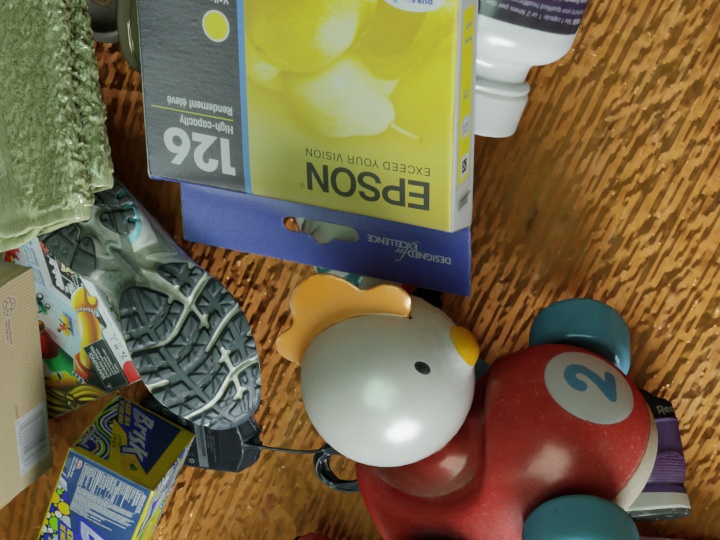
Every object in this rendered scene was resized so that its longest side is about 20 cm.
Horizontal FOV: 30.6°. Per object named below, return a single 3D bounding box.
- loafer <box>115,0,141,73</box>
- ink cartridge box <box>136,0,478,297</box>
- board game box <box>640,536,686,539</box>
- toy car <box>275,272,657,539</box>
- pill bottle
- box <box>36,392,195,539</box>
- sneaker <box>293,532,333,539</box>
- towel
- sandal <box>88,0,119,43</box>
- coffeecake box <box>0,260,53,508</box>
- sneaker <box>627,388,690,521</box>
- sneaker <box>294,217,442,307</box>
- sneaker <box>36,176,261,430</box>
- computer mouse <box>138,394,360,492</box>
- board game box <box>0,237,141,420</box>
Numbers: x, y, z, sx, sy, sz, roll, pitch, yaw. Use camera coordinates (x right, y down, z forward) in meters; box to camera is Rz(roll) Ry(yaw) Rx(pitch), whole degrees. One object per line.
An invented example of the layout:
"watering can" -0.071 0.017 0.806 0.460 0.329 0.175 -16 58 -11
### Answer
"loafer" -0.085 -0.202 0.781 0.067 0.076 0.200 28 111 10
"ink cartridge box" -0.032 -0.084 0.736 0.197 0.047 0.200 11 116 22
"board game box" 0.138 0.263 0.848 0.199 0.041 0.200 9 111 -18
"toy car" 0.045 0.068 0.720 0.177 0.185 0.200 -25 123 27
"pill bottle" 0.079 -0.182 0.730 0.111 0.111 0.200 20 110 6
"box" -0.182 0.185 0.906 0.064 0.070 0.200 28 123 3
"sneaker" 0.046 0.223 0.894 0.200 0.074 0.087 34 102 -7
"towel" -0.215 -0.113 0.802 0.148 0.036 0.201 -16 77 38
"sandal" -0.151 -0.235 0.796 0.082 0.055 0.200 19 110 6
"coffeecake box" -0.314 0.060 0.882 0.200 0.073 0.154 12 118 23
"sneaker" 0.111 0.121 0.851 0.200 0.076 0.088 -9 74 24
"sneaker" 0.000 0.000 0.838 0.093 0.070 0.200 27 118 28
"sneaker" -0.126 0.011 0.849 0.078 0.086 0.200 -36 87 4
"computer mouse" -0.059 0.111 0.886 0.199 0.034 0.059 8 118 15
"board game box" -0.239 0.005 0.900 0.126 0.035 0.200 -25 100 19
